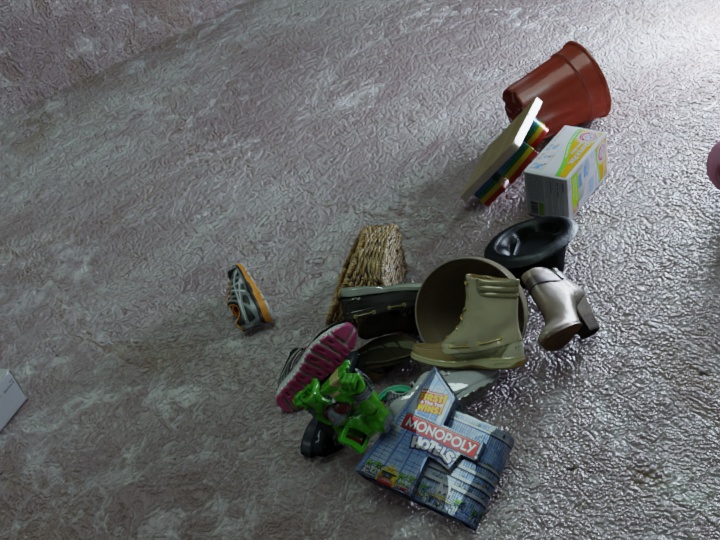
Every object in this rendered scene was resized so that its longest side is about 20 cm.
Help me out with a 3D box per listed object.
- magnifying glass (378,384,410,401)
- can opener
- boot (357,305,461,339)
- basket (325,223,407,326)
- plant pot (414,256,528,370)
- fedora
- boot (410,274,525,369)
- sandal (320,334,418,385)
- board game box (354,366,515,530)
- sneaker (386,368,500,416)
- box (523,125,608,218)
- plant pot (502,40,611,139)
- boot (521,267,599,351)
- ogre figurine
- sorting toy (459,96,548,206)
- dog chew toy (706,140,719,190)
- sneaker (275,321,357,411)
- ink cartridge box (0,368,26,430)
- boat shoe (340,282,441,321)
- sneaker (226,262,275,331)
[{"bbox_3d":[0.050,0.269,1.469,0.079,0.023,0.201,-1,40,18],"label":"magnifying glass"},{"bbox_3d":[-0.041,0.226,1.490,0.078,0.064,0.201,13,64,25],"label":"can opener"},{"bbox_3d":[0.094,0.088,1.627,0.199,0.075,0.097,-25,33,-31],"label":"boot"},{"bbox_3d":[0.000,0.000,1.739,0.148,0.144,0.201,-2,38,17],"label":"basket"},{"bbox_3d":[0.212,0.067,1.558,0.199,0.202,0.134,3,11,24],"label":"plant pot"},{"bbox_3d":[0.336,-0.027,1.679,0.199,0.092,0.201,-17,21,6],"label":"fedora"},{"bbox_3d":[0.175,0.084,1.464,0.199,0.157,0.073,-1,6,29],"label":"boot"},{"bbox_3d":[0.019,0.174,1.585,0.199,0.055,0.082,-25,28,12],"label":"sandal"},{"bbox_3d":[0.124,0.261,1.345,0.199,0.062,0.201,17,70,30],"label":"board game box"},{"bbox_3d":[0.141,0.197,1.461,0.199,0.077,0.081,-23,62,-17],"label":"sneaker"},{"bbox_3d":[0.444,-0.211,1.875,0.101,0.113,0.200,17,46,34],"label":"box"},{"bbox_3d":[0.457,-0.409,2.082,0.194,0.202,0.201,-29,37,-4],"label":"plant pot"},{"bbox_3d":[0.332,0.060,1.529,0.199,0.070,0.147,-2,50,-49],"label":"boot"},{"bbox_3d":[-0.023,0.217,1.370,0.200,0.120,0.098,-38,15,36],"label":"ogre figurine"},{"bbox_3d":[0.329,-0.252,1.926,0.069,0.199,0.200,37,47,-5],"label":"sorting toy"},{"bbox_3d":[0.785,-0.236,1.780,0.124,0.125,0.200,14,38,34],"label":"dog chew toy"},{"bbox_3d":[-0.085,0.158,1.574,0.200,0.074,0.088,-50,24,14],"label":"sneaker"},{"bbox_3d":[-0.793,0.267,1.734,0.198,0.088,0.146,0,39,24],"label":"ink cartridge box"},{"bbox_3d":[0.057,0.056,1.585,0.200,0.061,0.072,-3,2,-23],"label":"boat shoe"},{"bbox_3d":[-0.246,0.053,1.822,0.077,0.079,0.200,-32,37,-6],"label":"sneaker"}]
